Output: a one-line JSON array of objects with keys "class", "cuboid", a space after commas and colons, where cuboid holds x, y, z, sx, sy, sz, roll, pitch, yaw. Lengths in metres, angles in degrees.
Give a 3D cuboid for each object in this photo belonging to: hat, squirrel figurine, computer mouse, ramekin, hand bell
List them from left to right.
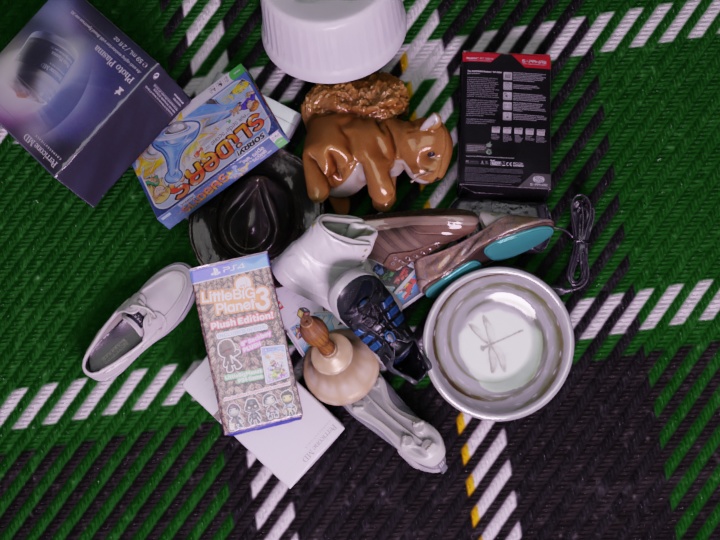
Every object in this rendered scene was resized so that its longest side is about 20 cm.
[{"class": "hat", "cuboid": [-0.143, -0.073, 1.542, 0.199, 0.081, 0.203, 0, 85, 4]}, {"class": "hand bell", "cuboid": [-0.043, 0.092, 1.452, 0.103, 0.200, 0.105, -4, 68, 10]}, {"class": "ramekin", "cuboid": [-0.040, -0.355, 1.543, 0.198, 0.098, 0.202, -3, 57, 4]}, {"class": "squirrel figurine", "cuboid": [0.024, -0.181, 1.540, 0.185, 0.141, 0.202, -14, 73, 13]}, {"class": "computer mouse", "cuboid": [0.216, -0.030, 1.578, 0.198, 0.046, 0.142, 0, 82, 4]}]

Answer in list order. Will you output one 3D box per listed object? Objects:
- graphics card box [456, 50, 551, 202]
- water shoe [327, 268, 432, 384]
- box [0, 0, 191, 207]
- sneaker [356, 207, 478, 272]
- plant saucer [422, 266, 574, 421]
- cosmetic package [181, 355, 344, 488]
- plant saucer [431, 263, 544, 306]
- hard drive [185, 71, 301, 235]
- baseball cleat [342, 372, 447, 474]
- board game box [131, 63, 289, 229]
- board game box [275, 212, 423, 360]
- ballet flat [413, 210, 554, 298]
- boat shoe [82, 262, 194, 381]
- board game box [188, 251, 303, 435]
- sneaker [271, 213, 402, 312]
[{"class": "graphics card box", "cuboid": [0.193, -0.194, 1.572, 0.124, 0.051, 0.202, 2, 70, 0]}, {"class": "water shoe", "cuboid": [0.033, 0.069, 1.453, 0.072, 0.200, 0.079, -47, 47, -6]}, {"class": "box", "cuboid": [-0.370, -0.230, 1.539, 0.200, 0.123, 0.199, 40, 87, 21]}, {"class": "sneaker", "cuboid": [0.061, -0.038, 1.531, 0.198, 0.070, 0.076, -3, 101, 22]}, {"class": "plant saucer", "cuboid": [0.179, 0.095, 1.536, 0.198, 0.050, 0.202, 0, 93, 0]}, {"class": "cosmetic package", "cuboid": [-0.127, 0.181, 1.551, 0.200, 0.081, 0.113, 41, 84, 4]}, {"class": "plant saucer", "cuboid": [0.188, 0.090, 1.582, 0.198, 0.032, 0.202, 0, 87, 0]}, {"class": "hard drive", "cuboid": [-0.183, -0.154, 1.604, 0.131, 0.027, 0.201, 27, 87, 2]}, {"class": "baseball cleat", "cuboid": [0.037, 0.202, 1.556, 0.070, 0.107, 0.200, -38, 56, -12]}, {"class": "board game box", "cuboid": [-0.205, -0.165, 1.548, 0.199, 0.034, 0.136, -36, 57, 7]}, {"class": "board game box", "cuboid": [-0.018, 0.029, 1.585, 0.199, 0.035, 0.127, -34, 86, -2]}, {"class": "ballet flat", "cuboid": [0.154, -0.037, 1.529, 0.199, 0.068, 0.068, -27, 63, 12]}, {"class": "boat shoe", "cuboid": [-0.298, 0.067, 1.567, 0.200, 0.066, 0.072, -42, 86, -3]}, {"class": "board game box", "cuboid": [-0.138, 0.095, 1.441, 0.096, 0.159, 0.202, -12, 82, -5]}, {"class": "sneaker", "cuboid": [0.000, 0.000, 1.476, 0.199, 0.074, 0.116, 24, 123, -34]}]
